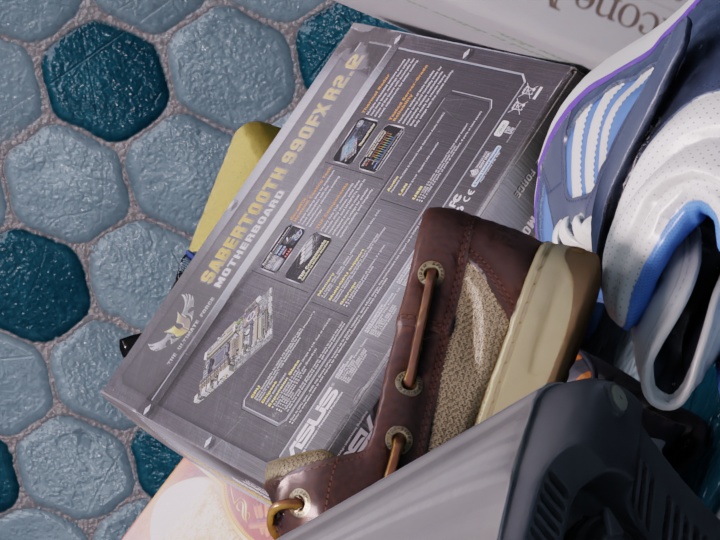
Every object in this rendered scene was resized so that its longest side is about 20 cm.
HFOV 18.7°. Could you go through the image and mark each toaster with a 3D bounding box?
[{"bbox_3d":[0.022,0.128,0.501,0.129,0.114,0.200,-28,29,28],"label":"toaster"}]

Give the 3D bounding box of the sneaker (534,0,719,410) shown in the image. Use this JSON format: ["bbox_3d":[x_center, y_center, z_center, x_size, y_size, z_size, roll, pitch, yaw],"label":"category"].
[{"bbox_3d":[0.096,-0.007,0.723,0.200,0.080,0.147,-53,10,53],"label":"sneaker"}]

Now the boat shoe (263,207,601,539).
[{"bbox_3d":[0.004,0.075,0.644,0.072,0.072,0.201,73,-140,-79],"label":"boat shoe"}]

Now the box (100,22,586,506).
[{"bbox_3d":[0.000,0.000,0.887,0.158,0.048,0.200,19,72,54],"label":"box"}]

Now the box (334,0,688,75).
[{"bbox_3d":[0.084,-0.170,0.912,0.200,0.198,0.172,-121,53,-85],"label":"box"}]

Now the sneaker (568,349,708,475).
[{"bbox_3d":[0.060,0.093,0.708,0.112,0.077,0.200,-46,31,26],"label":"sneaker"}]

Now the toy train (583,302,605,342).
[{"bbox_3d":[0.061,0.033,1.000,0.200,0.086,0.115,-148,71,-84],"label":"toy train"}]

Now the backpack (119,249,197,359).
[{"bbox_3d":[-0.019,0.054,1.207,0.147,0.182,0.200,-64,18,8],"label":"backpack"}]

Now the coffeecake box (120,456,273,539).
[{"bbox_3d":[-0.036,0.145,0.897,0.200,0.073,0.153,-53,37,-5],"label":"coffeecake box"}]

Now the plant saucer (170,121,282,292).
[{"bbox_3d":[-0.016,0.033,1.343,0.201,0.199,0.048,-67,26,9],"label":"plant saucer"}]
